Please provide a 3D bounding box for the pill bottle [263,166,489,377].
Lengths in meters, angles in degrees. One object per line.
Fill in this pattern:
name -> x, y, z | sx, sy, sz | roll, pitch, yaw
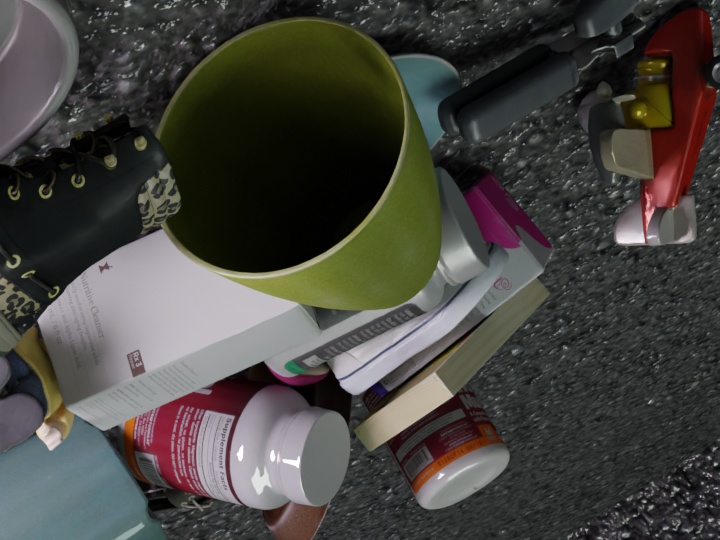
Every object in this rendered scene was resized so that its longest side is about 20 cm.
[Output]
pill bottle -> 0.000, 0.000, 1.166 | 0.199, 0.114, 0.113 | -26, 158, 13

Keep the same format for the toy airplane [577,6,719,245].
toy airplane -> 0.263, -0.118, 1.276 | 0.199, 0.141, 0.200 | -56, 152, -27

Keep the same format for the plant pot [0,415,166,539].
plant pot -> -0.297, 0.241, 1.273 | 0.196, 0.200, 0.200 | -33, 158, -18

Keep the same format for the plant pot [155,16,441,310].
plant pot -> -0.020, -0.048, 0.989 | 0.187, 0.188, 0.200 | -34, 150, 7

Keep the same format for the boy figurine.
boy figurine -> -0.268, 0.081, 1.076 | 0.064, 0.125, 0.200 | -36, -173, -2

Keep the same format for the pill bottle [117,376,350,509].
pill bottle -> -0.114, 0.155, 1.272 | 0.199, 0.114, 0.113 | 7, 175, 30

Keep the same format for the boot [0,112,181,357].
boot -> -0.195, -0.055, 0.806 | 0.154, 0.073, 0.204 | -38, 146, -17

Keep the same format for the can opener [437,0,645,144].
can opener -> 0.147, -0.176, 1.123 | 0.200, 0.053, 0.067 | -32, 125, -22

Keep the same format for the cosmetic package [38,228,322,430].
cosmetic package -> -0.143, 0.032, 1.092 | 0.199, 0.113, 0.081 | -26, 157, 5

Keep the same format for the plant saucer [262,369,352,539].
plant saucer -> -0.058, 0.177, 1.377 | 0.034, 0.201, 0.201 | 17, 138, -14

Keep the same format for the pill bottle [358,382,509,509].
pill bottle -> 0.064, 0.141, 1.469 | 0.109, 0.200, 0.110 | -25, 156, -12

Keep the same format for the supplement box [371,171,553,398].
supplement box -> 0.072, 0.012, 1.313 | 0.200, 0.101, 0.103 | -39, -179, 20

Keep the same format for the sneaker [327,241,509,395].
sneaker -> 0.041, 0.032, 1.233 | 0.200, 0.071, 0.073 | -40, -171, 19

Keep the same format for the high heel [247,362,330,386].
high heel -> -0.079, 0.097, 1.311 | 0.096, 0.067, 0.200 | -44, 178, 8

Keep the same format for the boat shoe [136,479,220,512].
boat shoe -> -0.191, 0.226, 1.397 | 0.199, 0.057, 0.067 | -9, 156, 34

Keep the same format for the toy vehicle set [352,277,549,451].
toy vehicle set -> 0.086, 0.084, 1.297 | 0.124, 0.027, 0.200 | -39, 180, 43

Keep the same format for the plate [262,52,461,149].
plate -> -0.010, -0.109, 1.109 | 0.199, 0.026, 0.200 | -25, 156, -12

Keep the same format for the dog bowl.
dog bowl -> -0.247, -0.117, 0.770 | 0.199, 0.059, 0.200 | -26, 156, -12
